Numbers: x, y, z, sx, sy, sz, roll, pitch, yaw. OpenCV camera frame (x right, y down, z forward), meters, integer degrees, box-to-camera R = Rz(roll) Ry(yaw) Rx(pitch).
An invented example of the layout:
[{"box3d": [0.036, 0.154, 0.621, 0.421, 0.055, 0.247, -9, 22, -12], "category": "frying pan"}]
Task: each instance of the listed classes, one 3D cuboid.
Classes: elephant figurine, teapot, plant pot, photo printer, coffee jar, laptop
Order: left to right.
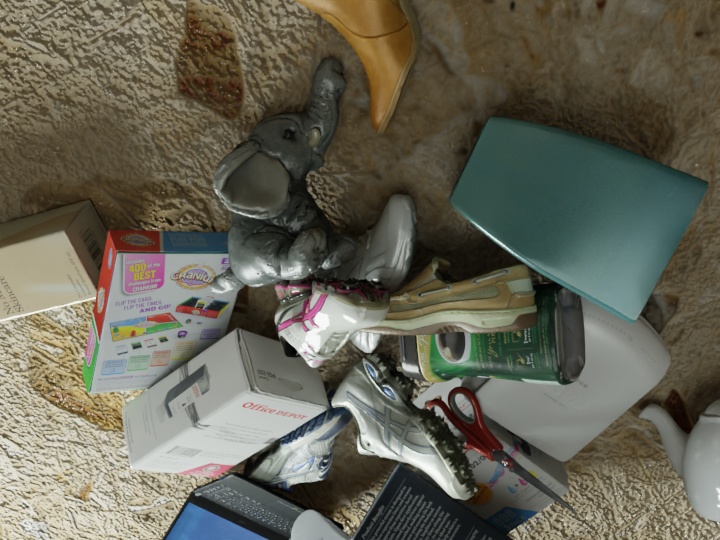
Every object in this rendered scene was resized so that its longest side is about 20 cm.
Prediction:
[{"box3d": [-0.156, 0.369, 1.091, 0.177, 0.104, 0.200, 32, 142, -21], "category": "laptop"}, {"box3d": [-0.086, -0.094, 0.833, 0.141, 0.155, 0.201, -4, 105, 54], "category": "elephant figurine"}, {"box3d": [0.134, 0.069, 0.874, 0.199, 0.085, 0.105, -4, 89, 35], "category": "coffee jar"}, {"box3d": [0.194, -0.067, 0.787, 0.199, 0.141, 0.142, 27, 100, 2], "category": "plant pot"}, {"box3d": [0.240, 0.113, 0.939, 0.166, 0.070, 0.200, 34, 118, -13], "category": "photo printer"}, {"box3d": [0.460, 0.197, 0.922, 0.199, 0.197, 0.147, -6, 83, -15], "category": "teapot"}]

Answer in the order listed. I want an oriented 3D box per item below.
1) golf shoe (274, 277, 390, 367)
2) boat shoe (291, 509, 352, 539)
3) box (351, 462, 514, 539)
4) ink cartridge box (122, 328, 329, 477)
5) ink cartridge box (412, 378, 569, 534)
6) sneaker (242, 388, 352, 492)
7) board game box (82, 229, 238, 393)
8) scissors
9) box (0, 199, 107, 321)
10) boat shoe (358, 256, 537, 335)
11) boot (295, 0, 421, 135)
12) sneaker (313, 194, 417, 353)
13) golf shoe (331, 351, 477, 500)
[{"box3d": [-0.028, 0.051, 0.811, 0.072, 0.200, 0.092, 2, 87, -25], "category": "golf shoe"}, {"box3d": [-0.012, 0.365, 0.983, 0.066, 0.200, 0.072, 39, 80, -38], "category": "boat shoe"}, {"box3d": [0.101, 0.335, 0.988, 0.200, 0.148, 0.107, 32, 79, 11], "category": "box"}, {"box3d": [-0.160, 0.163, 0.965, 0.200, 0.085, 0.146, -32, 148, 23], "category": "ink cartridge box"}, {"box3d": [0.147, 0.231, 1.017, 0.200, 0.068, 0.115, 37, 116, -15], "category": "ink cartridge box"}, {"box3d": [-0.063, 0.222, 1.038, 0.085, 0.077, 0.200, 35, 127, -19], "category": "sneaker"}, {"box3d": [-0.222, 0.048, 0.923, 0.153, 0.040, 0.200, 0, 126, -33], "category": "board game box"}, {"box3d": [0.158, 0.216, 0.934, 0.200, 0.014, 0.073, 47, 124, 12], "category": "scissors"}, {"box3d": [-0.390, -0.003, 0.930, 0.199, 0.078, 0.095, -14, 118, 13], "category": "box"}, {"box3d": [0.079, 0.024, 0.821, 0.199, 0.072, 0.076, -5, 93, 25], "category": "boat shoe"}, {"box3d": [-0.011, -0.241, 0.769, 0.144, 0.071, 0.202, 17, 117, 3], "category": "boot"}, {"box3d": [0.000, 0.000, 0.897, 0.099, 0.078, 0.200, 19, 119, -1], "category": "sneaker"}, {"box3d": [0.048, 0.192, 0.932, 0.097, 0.078, 0.200, -43, 68, 10], "category": "golf shoe"}]
